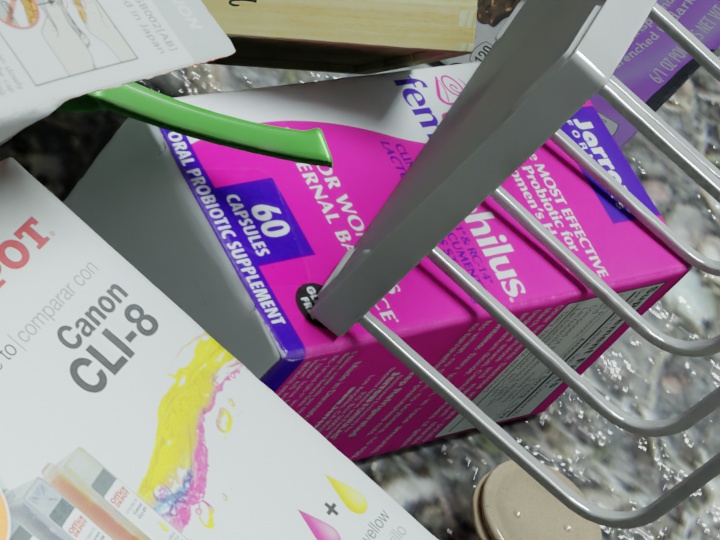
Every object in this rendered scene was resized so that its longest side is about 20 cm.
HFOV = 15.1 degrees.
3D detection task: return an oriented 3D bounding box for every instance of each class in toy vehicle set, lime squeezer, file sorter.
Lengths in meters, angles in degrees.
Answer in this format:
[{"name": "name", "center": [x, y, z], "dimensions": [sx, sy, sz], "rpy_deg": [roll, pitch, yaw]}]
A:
[{"name": "toy vehicle set", "center": [-0.074, -0.088, 0.899], "dimensions": [0.200, 0.124, 0.027], "rpy_deg": [3, 90, -17]}, {"name": "lime squeezer", "center": [-0.114, -0.032, 0.838], "dimensions": [0.038, 0.200, 0.071], "rpy_deg": [-123, -167, -88]}, {"name": "file sorter", "center": [0.103, -0.039, 0.867], "dimensions": [0.125, 0.139, 0.200], "rpy_deg": [41, 41, -7]}]

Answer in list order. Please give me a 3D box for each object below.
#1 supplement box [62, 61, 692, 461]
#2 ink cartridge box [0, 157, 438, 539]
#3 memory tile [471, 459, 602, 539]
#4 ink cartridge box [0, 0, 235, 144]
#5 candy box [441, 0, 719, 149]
[{"name": "supplement box", "center": [0.000, 0.000, 0.933], "dimensions": [0.200, 0.103, 0.101], "rpy_deg": [-11, 63, -44]}, {"name": "ink cartridge box", "center": [-0.091, 0.104, 0.745], "dimensions": [0.200, 0.145, 0.145], "rpy_deg": [41, 42, -1]}, {"name": "memory tile", "center": [0.102, 0.162, 0.910], "dimensions": [0.200, 0.017, 0.153], "rpy_deg": [37, 41, -7]}, {"name": "ink cartridge box", "center": [-0.148, -0.084, 0.669], "dimensions": [0.163, 0.057, 0.200], "rpy_deg": [55, 34, 12]}, {"name": "candy box", "center": [0.066, -0.160, 1.063], "dimensions": [0.200, 0.168, 0.072], "rpy_deg": [30, 42, -14]}]
